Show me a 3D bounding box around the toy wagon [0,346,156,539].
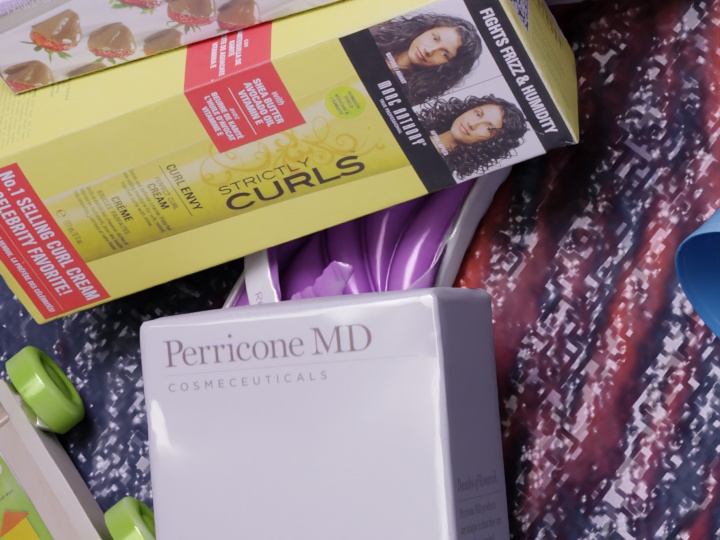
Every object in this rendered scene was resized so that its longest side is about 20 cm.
[{"bbox_3d":[-0.157,0.094,0.985,0.155,0.040,0.200,-38,65,5],"label":"toy wagon"}]

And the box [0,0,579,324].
[{"bbox_3d":[-0.034,-0.050,0.921,0.199,0.075,0.050,-17,39,18],"label":"box"}]

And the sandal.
[{"bbox_3d":[-0.007,-0.002,0.952,0.082,0.050,0.203,18,79,23],"label":"sandal"}]

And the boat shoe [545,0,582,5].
[{"bbox_3d":[0.015,-0.121,0.954,0.199,0.072,0.076,-17,35,6],"label":"boat shoe"}]

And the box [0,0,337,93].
[{"bbox_3d":[-0.032,-0.104,0.887,0.199,0.039,0.042,-13,45,24],"label":"box"}]

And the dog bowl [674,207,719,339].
[{"bbox_3d":[0.193,0.022,0.849,0.200,0.112,0.050,26,71,24],"label":"dog bowl"}]

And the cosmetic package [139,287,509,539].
[{"bbox_3d":[-0.006,0.109,0.886,0.101,0.074,0.201,-7,89,17],"label":"cosmetic package"}]
